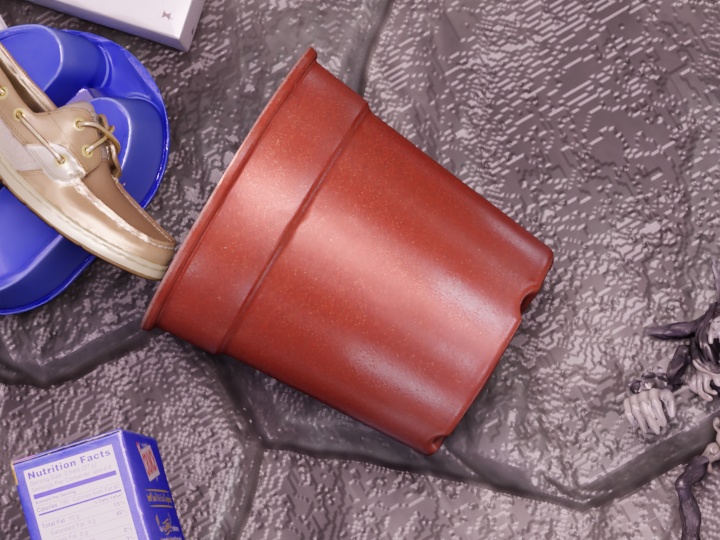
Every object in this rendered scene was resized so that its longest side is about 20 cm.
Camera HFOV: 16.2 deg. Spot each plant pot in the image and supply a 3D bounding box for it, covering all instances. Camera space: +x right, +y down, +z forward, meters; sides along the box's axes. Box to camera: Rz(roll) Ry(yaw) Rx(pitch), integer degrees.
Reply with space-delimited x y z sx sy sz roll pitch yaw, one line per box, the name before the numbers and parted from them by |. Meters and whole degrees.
plant pot | 0.000 0.000 1.542 0.195 0.201 0.201 31 89 -1

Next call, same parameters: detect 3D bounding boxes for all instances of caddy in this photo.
caddy | -0.215 -0.064 1.602 0.200 0.105 0.141 -44 80 3

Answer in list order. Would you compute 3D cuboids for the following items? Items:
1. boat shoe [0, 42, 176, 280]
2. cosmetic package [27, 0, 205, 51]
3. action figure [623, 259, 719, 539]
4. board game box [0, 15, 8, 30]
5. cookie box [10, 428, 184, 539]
boat shoe | -0.182 -0.073 1.506 0.200 0.074 0.067 39 98 9
cosmetic package | -0.151 -0.259 1.615 0.150 0.052 0.201 17 86 3
action figure | 0.227 0.091 1.549 0.118 0.102 0.201 -1 87 17
board game box | -0.350 -0.168 1.664 0.199 0.026 0.201 -31 84 2
cookie box | -0.140 0.204 1.543 0.075 0.171 0.201 -16 83 1
